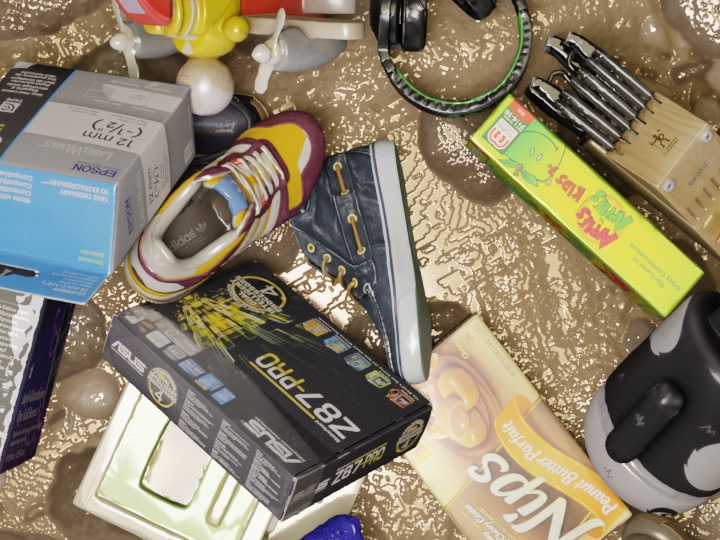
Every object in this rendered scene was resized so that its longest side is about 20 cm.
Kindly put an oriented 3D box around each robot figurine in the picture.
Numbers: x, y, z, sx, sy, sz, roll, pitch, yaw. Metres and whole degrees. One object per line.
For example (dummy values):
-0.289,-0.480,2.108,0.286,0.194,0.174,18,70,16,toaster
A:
0.258,0.099,1.425,0.149,0.126,0.200,26,126,-22,robot figurine

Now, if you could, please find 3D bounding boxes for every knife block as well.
0.219,-0.104,1.492,0.064,0.175,0.200,-50,135,2,knife block

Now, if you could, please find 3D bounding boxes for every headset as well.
0.058,-0.219,1.468,0.122,0.094,0.202,-25,84,1,headset

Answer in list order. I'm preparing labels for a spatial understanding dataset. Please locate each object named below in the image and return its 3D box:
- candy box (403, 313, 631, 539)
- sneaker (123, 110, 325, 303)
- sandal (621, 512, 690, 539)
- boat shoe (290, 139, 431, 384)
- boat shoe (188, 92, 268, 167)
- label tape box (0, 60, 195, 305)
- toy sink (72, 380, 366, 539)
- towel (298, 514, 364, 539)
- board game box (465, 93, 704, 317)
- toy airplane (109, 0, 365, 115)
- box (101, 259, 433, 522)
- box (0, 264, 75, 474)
0.107,0.148,1.490,0.115,0.055,0.201,-38,90,0,candy box
-0.088,-0.055,1.399,0.075,0.090,0.200,45,65,-3,sneaker
0.251,0.285,1.467,0.054,0.080,0.202,-35,102,-42,sandal
0.000,0.000,1.470,0.090,0.071,0.202,-12,67,7,boat shoe
-0.171,-0.111,1.490,0.197,0.062,0.076,-2,92,2,boat shoe
-0.219,-0.067,1.339,0.142,0.201,0.067,10,126,15,label tape box
-0.102,0.160,1.465,0.198,0.112,0.131,26,91,1,toy sink
-0.060,0.293,1.431,0.199,0.049,0.149,-35,129,-26,towel
0.171,-0.049,1.464,0.200,0.102,0.048,43,91,0,board game box
-0.098,-0.183,1.423,0.197,0.200,0.143,14,85,-3,toy airplane
-0.069,0.083,1.402,0.200,0.160,0.049,39,129,25,box
-0.286,0.043,1.450,0.103,0.148,0.202,16,91,1,box
